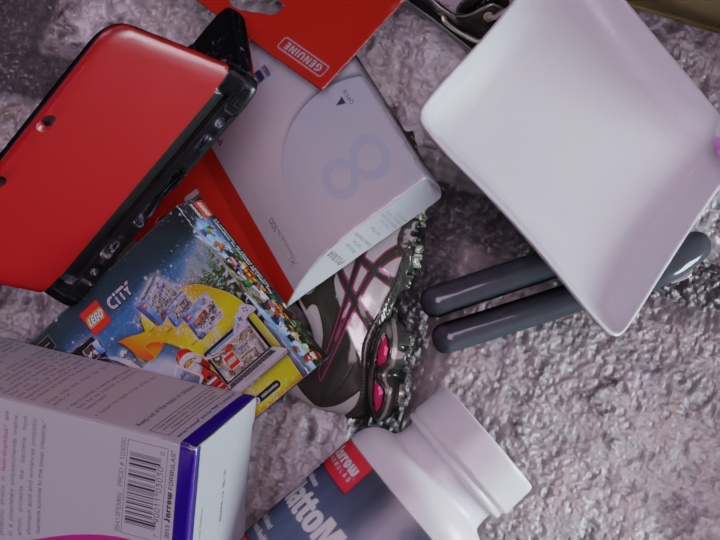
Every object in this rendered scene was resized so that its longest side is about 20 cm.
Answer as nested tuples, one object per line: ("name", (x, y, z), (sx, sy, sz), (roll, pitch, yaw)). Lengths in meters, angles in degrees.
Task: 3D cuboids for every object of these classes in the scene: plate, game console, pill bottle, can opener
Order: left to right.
("game console", (-0.170, -0.088, 1.069), (0.118, 0.173, 0.200), (34, 112, -26))
("pill bottle", (0.010, 0.175, 1.117), (0.200, 0.120, 0.120), (-42, 88, -2))
("can opener", (0.142, 0.005, 1.159), (0.198, 0.067, 0.054), (-18, 88, -10))
("plate", (0.146, -0.088, 1.124), (0.200, 0.032, 0.200), (47, 58, -13))

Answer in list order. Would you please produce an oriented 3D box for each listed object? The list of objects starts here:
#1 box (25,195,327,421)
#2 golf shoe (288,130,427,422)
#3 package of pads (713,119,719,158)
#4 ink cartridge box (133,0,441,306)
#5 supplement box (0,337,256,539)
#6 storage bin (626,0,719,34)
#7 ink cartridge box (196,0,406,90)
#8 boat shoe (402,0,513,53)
("box", (-0.137, 0.066, 1.122), (0.200, 0.038, 0.137), (-40, 87, 24))
("golf shoe", (0.000, 0.000, 1.155), (0.087, 0.077, 0.202), (8, 86, 5))
("package of pads", (0.347, -0.072, 1.126), (0.198, 0.120, 0.076), (20, 93, -11))
("ink cartridge box", (-0.068, -0.061, 1.133), (0.199, 0.047, 0.161), (-34, 67, 6))
("supplement box", (-0.177, 0.119, 1.074), (0.198, 0.103, 0.102), (12, 108, 16))
("storage bin", (0.273, -0.217, 1.112), (0.197, 0.200, 0.095), (15, 87, 0))
("ink cartridge box", (-0.040, -0.241, 1.140), (0.200, 0.044, 0.174), (37, 77, 26))
("boat shoe", (0.087, -0.184, 1.174), (0.199, 0.064, 0.071), (29, 86, 1))
